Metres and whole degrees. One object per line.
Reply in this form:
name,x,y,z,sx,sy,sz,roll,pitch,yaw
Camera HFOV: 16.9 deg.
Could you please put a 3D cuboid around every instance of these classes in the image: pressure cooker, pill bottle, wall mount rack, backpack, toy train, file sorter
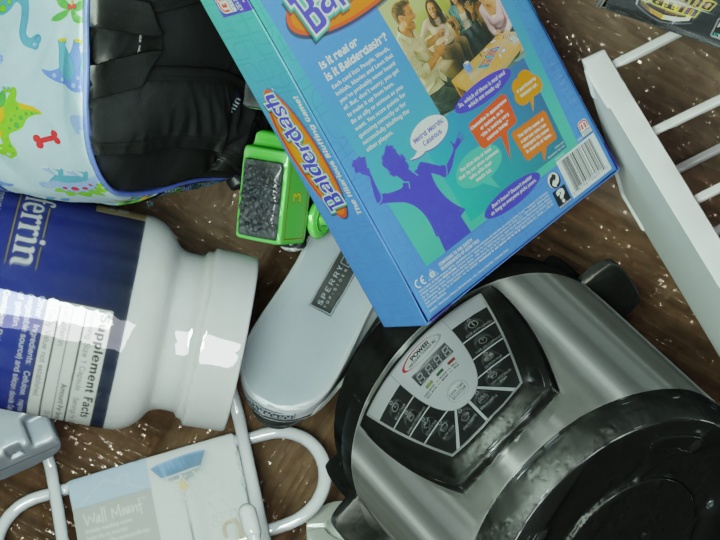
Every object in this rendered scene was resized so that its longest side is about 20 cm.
pressure cooker,0.082,0.092,1.279,0.176,0.200,0.179,-9,126,-30
pill bottle,-0.159,0.019,1.264,0.200,0.116,0.116,12,100,-7
wall mount rack,-0.124,0.098,1.349,0.200,0.075,0.174,-16,63,3
backpack,-0.140,-0.123,1.242,0.147,0.200,0.183,6,102,20
toy train,-0.034,-0.108,1.266,0.042,0.056,0.200,10,99,31
file sorter,0.220,-0.027,1.242,0.124,0.139,0.200,-27,59,-1

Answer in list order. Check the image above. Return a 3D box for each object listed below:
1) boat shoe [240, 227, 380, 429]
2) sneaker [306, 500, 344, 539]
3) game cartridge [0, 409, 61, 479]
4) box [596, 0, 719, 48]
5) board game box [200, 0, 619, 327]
boat shoe,0.002,0.002,1.328,0.073,0.068,0.200,27,75,7
sneaker,0.059,0.191,1.367,0.200,0.076,0.081,14,113,2
game cartridge,-0.276,0.079,1.328,0.200,0.040,0.134,-23,69,-2
box,0.229,-0.176,1.234,0.200,0.199,0.050,17,136,-3
board game box,0.027,-0.095,1.229,0.152,0.045,0.200,-37,107,-29
